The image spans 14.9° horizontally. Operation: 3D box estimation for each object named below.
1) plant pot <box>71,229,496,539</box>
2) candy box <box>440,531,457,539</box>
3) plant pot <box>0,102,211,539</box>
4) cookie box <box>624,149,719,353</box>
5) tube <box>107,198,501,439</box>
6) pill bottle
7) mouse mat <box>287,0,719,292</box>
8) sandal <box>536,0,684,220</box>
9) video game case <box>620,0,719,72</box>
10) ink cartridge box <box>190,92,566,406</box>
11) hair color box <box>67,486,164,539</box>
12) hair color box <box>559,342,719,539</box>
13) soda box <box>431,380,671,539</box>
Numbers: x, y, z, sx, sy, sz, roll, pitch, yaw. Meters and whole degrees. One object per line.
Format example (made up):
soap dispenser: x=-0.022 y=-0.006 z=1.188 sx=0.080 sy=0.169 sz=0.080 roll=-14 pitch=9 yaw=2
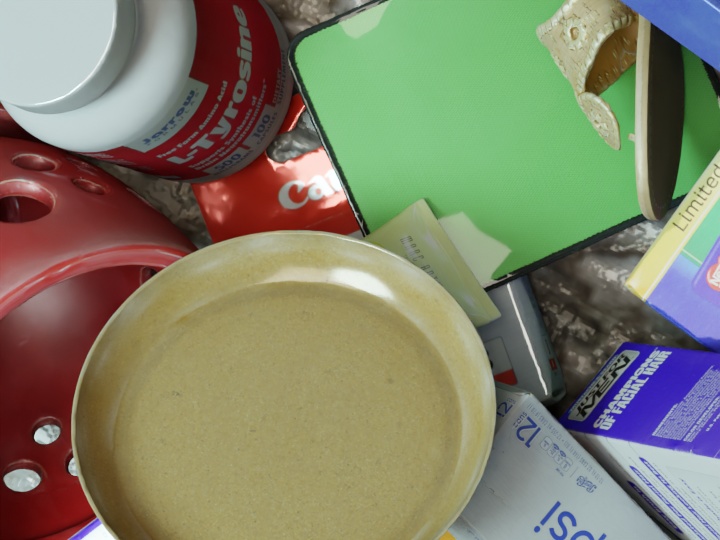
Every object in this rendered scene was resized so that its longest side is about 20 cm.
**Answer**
plant pot: x=-0.035 y=0.072 z=1.294 sx=0.199 sy=0.028 sz=0.201 roll=-2 pitch=58 yaw=3
candy box: x=0.025 y=0.145 z=1.407 sx=0.115 sy=0.055 sz=0.201 roll=-17 pitch=106 yaw=15
plant pot: x=-0.186 y=0.022 z=1.410 sx=0.201 sy=0.200 sz=0.183 roll=-54 pitch=49 yaw=12
cookie box: x=0.259 y=-0.002 z=1.344 sx=0.200 sy=0.075 sz=0.171 roll=36 pitch=96 yaw=12
tube: x=-0.035 y=0.038 z=1.362 sx=0.199 sy=0.052 sz=0.058 roll=-27 pitch=108 yaw=-11
pill bottle: x=-0.118 y=-0.110 z=1.384 sx=0.112 sy=0.200 sz=0.113 roll=-2 pitch=84 yaw=20
mouse mat: x=0.080 y=-0.084 z=1.404 sx=0.199 sy=0.008 sz=0.162 roll=-24 pitch=86 yaw=-1
sandal: x=0.123 y=-0.128 z=1.380 sx=0.069 sy=0.078 sz=0.213 roll=1 pitch=79 yaw=20
video game case: x=0.239 y=-0.152 z=1.312 sx=0.200 sy=0.045 sz=0.181 roll=37 pitch=64 yaw=11
ink cartridge box: x=0.000 y=0.000 z=1.441 sx=0.162 sy=0.050 sz=0.201 roll=-21 pitch=90 yaw=16
hair color box: x=-0.102 y=0.153 z=1.399 sx=0.109 sy=0.200 sz=0.065 roll=-37 pitch=83 yaw=14
hair color box: x=0.184 y=0.095 z=1.297 sx=0.109 sy=0.200 sz=0.065 roll=44 pitch=76 yaw=-16
soda box: x=0.109 y=0.142 z=1.351 sx=0.200 sy=0.063 sz=0.068 roll=45 pitch=78 yaw=-23
